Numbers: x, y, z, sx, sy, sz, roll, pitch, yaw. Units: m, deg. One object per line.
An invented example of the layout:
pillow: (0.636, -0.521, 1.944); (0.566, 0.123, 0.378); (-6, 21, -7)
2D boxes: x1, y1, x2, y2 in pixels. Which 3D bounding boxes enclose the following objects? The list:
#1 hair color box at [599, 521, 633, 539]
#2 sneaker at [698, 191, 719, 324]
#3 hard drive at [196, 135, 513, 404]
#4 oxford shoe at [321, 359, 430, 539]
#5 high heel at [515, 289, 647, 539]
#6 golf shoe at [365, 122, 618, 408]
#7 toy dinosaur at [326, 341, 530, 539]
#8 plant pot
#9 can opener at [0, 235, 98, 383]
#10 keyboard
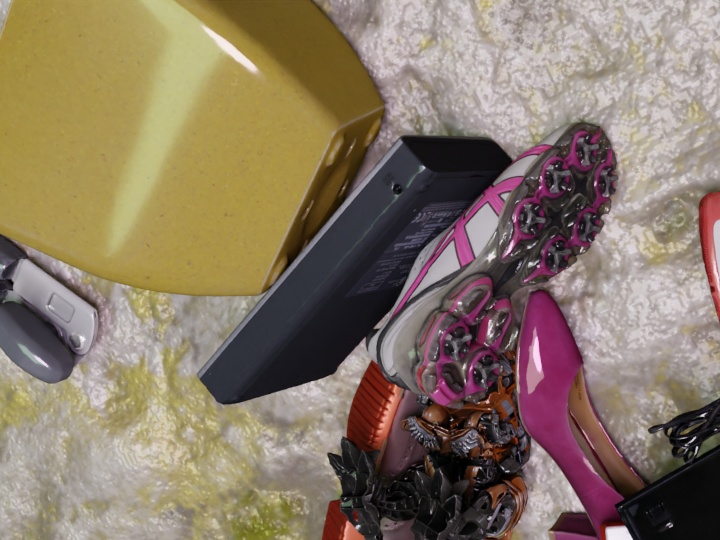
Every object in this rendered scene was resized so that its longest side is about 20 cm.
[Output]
hair color box: (0.203, 0.243, 0.817); (0.109, 0.064, 0.203); (-5, 81, 7)
sneaker: (0.272, 0.036, 0.827); (0.114, 0.078, 0.202); (-18, 105, 15)
hard drive: (0.000, 0.000, 0.880); (0.033, 0.139, 0.200); (48, 113, 16)
oxford shoe: (0.027, 0.127, 0.948); (0.072, 0.071, 0.202); (12, 101, -14)
high heel: (0.154, 0.106, 0.878); (0.095, 0.067, 0.203); (-4, 102, 27)
golf shoe: (0.076, -0.015, 0.856); (0.201, 0.073, 0.092); (-51, 37, -15)
toy dinosaur: (0.067, 0.136, 0.886); (0.102, 0.135, 0.203); (-19, 81, 44)
plant pot: (-0.101, -0.093, 0.882); (0.199, 0.194, 0.197); (29, 110, 8)
can opener: (-0.273, 0.003, 1.035); (0.199, 0.066, 0.053); (36, 113, 16)
keyboard: (0.235, 0.096, 0.789); (0.199, 0.040, 0.105); (-29, 105, 2)
